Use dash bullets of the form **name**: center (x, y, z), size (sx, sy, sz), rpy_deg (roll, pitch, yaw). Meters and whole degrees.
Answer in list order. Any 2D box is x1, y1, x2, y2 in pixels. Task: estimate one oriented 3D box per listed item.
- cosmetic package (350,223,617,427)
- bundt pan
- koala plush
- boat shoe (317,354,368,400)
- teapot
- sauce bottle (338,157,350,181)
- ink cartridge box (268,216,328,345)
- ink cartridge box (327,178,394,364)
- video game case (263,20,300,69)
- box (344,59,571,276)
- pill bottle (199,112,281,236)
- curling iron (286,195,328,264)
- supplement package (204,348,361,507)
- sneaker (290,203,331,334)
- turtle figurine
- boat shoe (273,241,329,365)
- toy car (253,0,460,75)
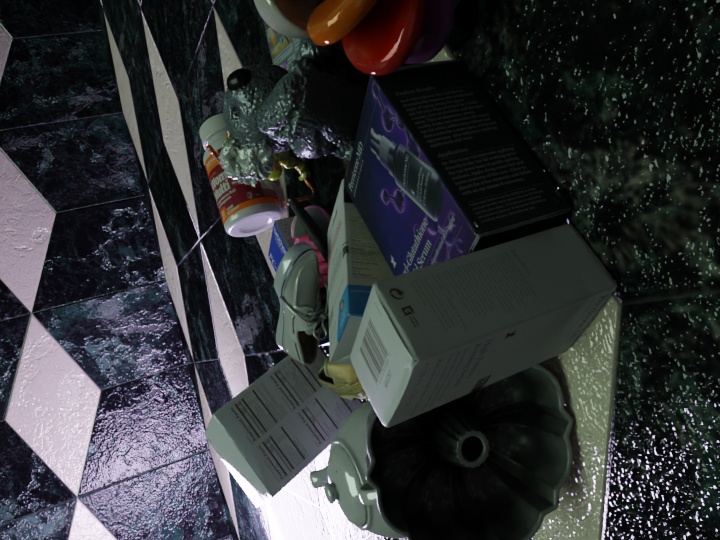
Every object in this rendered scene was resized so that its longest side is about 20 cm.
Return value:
- **cosmetic package**: center (0.096, 0.041, 0.541), size (0.075, 0.196, 0.103), rpy_deg (59, 152, 30)
- **bundt pan**: center (0.093, 0.157, 0.634), size (0.076, 0.197, 0.207), rpy_deg (-178, 74, -79)
- **koala plush**: center (-0.077, -0.183, 0.757), size (0.197, 0.182, 0.182), rpy_deg (-10, 66, 36)
- **boat shoe**: center (-0.017, 0.145, 0.974), size (0.200, 0.075, 0.073), rpy_deg (132, 155, -61)
- **teapot**: center (0.020, 0.270, 0.903), size (0.198, 0.143, 0.204), rpy_deg (49, 144, 44)
- **sauce bottle**: center (0.024, -0.096, 0.794), size (0.067, 0.065, 0.202), rpy_deg (102, 148, -45)
- **ink cartridge box**: center (-0.097, 0.018, 1.141), size (0.202, 0.043, 0.095), rpy_deg (61, 151, 30)
- **ink cartridge box**: center (0.000, 0.000, 0.847), size (0.117, 0.066, 0.204), rpy_deg (112, 159, -53)
- **video game case**: center (-0.061, -0.273, 0.902), size (0.199, 0.045, 0.186), rpy_deg (1, 105, 65)
- **box**: center (0.078, -0.070, 0.637), size (0.202, 0.102, 0.149), rpy_deg (60, 152, 30)
- **pill bottle**: center (-0.220, -0.173, 1.229), size (0.204, 0.107, 0.110), rpy_deg (69, 155, 14)
- **curling iron**: center (-0.040, -0.017, 0.939), size (0.203, 0.025, 0.050), rpy_deg (59, -163, -6)
- **supplement package**: center (-0.124, 0.245, 1.095), size (0.151, 0.199, 0.152), rpy_deg (50, 151, 7)
- **sneaker**: center (-0.050, -0.007, 1.017), size (0.096, 0.077, 0.205), rpy_deg (-93, -6, -70)
- **turtle figurine**: center (-0.137, -0.198, 1.002), size (0.064, 0.197, 0.165), rpy_deg (-28, 58, 39)
- **boat shoe**: center (-0.071, 0.059, 0.933), size (0.086, 0.074, 0.205), rpy_deg (37, 137, 28)
- **toy car**: center (0.019, -0.248, 0.584), size (0.173, 0.199, 0.152), rpy_deg (-23, 100, 46)
